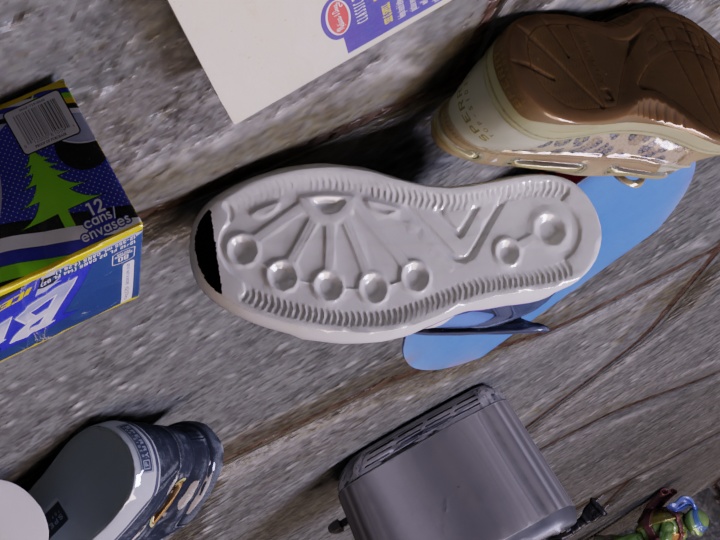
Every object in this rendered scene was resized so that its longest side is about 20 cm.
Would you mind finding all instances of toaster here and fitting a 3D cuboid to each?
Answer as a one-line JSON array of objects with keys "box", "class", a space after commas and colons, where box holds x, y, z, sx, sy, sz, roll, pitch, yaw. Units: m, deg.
[{"box": [0.076, 0.177, 1.569, 0.199, 0.130, 0.114, -29, 166, -2], "class": "toaster"}]

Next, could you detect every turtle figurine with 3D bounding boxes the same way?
[{"box": [0.428, 0.429, 2.970, 0.193, 0.201, 0.144, -13, -152, 29], "class": "turtle figurine"}]

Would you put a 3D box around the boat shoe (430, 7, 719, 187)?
[{"box": [0.114, -0.079, 0.948, 0.199, 0.074, 0.063, 3, 152, -45], "class": "boat shoe"}]

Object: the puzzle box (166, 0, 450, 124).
[{"box": [-0.006, -0.118, 0.660, 0.133, 0.025, 0.200, -30, 165, -3], "class": "puzzle box"}]

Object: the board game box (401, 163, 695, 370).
[{"box": [0.097, -0.021, 1.156, 0.200, 0.039, 0.158, -36, 160, 3], "class": "board game box"}]

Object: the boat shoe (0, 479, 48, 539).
[{"box": [-0.250, 0.160, 1.033, 0.068, 0.072, 0.200, -42, 170, 38], "class": "boat shoe"}]

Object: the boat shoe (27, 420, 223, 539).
[{"box": [-0.162, 0.155, 1.152, 0.200, 0.071, 0.091, -40, 158, 26], "class": "boat shoe"}]

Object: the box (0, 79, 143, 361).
[{"box": [-0.175, 0.013, 0.688, 0.199, 0.064, 0.070, -25, 164, -16], "class": "box"}]

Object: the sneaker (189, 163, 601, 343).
[{"box": [0.000, 0.000, 0.953, 0.199, 0.081, 0.146, -5, 172, -22], "class": "sneaker"}]
